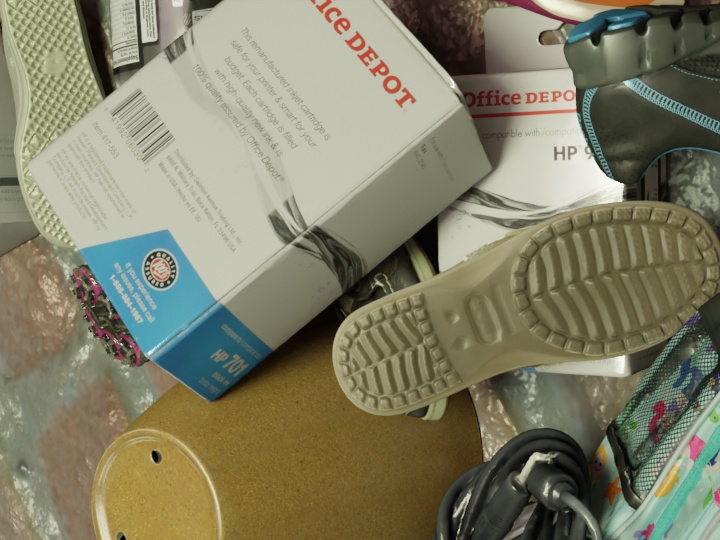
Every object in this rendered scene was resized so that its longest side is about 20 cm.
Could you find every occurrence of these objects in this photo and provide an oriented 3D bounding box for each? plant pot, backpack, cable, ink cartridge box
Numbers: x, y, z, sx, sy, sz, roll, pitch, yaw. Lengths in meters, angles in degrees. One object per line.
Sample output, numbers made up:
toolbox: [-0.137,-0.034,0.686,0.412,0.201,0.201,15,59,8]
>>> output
plant pot: [-0.054,0.119,0.769,0.184,0.199,0.190,3,95,32]
backpack: [0.193,0.133,0.629,0.176,0.151,0.201,27,121,-9]
cable: [0.052,0.173,0.646,0.050,0.163,0.202,22,99,-15]
ink cartridge box: [-0.053,-0.055,0.698,0.199,0.086,0.147,-38,61,-1]
ink cartridge box: [0.104,-0.049,0.727,0.115,0.067,0.204,0,94,33]

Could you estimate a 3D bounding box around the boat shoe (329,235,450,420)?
boat shoe: [0.000,-0.001,0.762,0.072,0.065,0.203,109,151,-52]

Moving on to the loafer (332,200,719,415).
loafer: [0.081,0.014,0.661,0.197,0.068,0.077,-16,95,5]

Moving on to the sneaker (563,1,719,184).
sneaker: [0.200,-0.099,0.641,0.197,0.073,0.083,-10,108,8]

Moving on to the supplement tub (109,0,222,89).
supplement tub: [-0.095,-0.173,0.813,0.121,0.122,0.204,-1,95,33]

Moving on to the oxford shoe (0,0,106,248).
oxford shoe: [-0.215,-0.118,0.941,0.058,0.074,0.203,-159,59,-73]

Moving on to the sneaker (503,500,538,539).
sneaker: [0.077,0.189,0.748,0.199,0.073,0.081,-34,64,21]

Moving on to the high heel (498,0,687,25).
high heel: [0.090,-0.173,0.733,0.198,0.096,0.068,30,90,17]

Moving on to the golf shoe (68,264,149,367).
golf shoe: [-0.124,0.018,0.885,0.199,0.092,0.074,6,120,52]

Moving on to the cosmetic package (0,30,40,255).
cosmetic package: [-0.358,-0.093,0.996,0.198,0.122,0.203,-24,80,32]
